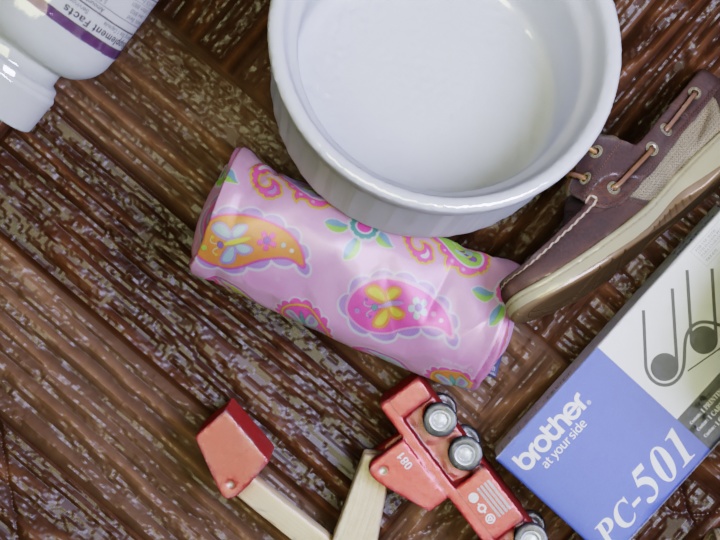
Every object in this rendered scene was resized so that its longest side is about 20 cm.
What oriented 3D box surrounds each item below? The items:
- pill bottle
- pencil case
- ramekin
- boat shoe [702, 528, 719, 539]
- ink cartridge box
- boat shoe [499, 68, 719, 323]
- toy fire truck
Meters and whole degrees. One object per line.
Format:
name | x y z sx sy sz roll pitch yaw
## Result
pill bottle | -0.166 -0.183 1.536 0.112 0.112 0.200 38 95 -1
pencil case | 0.000 0.000 1.563 0.199 0.087 0.088 22 96 -1
ramekin | 0.041 -0.115 1.513 0.200 0.098 0.201 2 73 -8
boat shoe | 0.175 0.240 1.579 0.066 0.074 0.201 22 96 -5
ink cartridge box | 0.180 0.067 1.577 0.094 0.044 0.200 41 94 -2
boat shoe | 0.147 -0.047 1.542 0.200 0.072 0.072 -38 81 -16
toy fire truck | 0.011 0.137 1.589 0.141 0.049 0.200 -37 94 5
